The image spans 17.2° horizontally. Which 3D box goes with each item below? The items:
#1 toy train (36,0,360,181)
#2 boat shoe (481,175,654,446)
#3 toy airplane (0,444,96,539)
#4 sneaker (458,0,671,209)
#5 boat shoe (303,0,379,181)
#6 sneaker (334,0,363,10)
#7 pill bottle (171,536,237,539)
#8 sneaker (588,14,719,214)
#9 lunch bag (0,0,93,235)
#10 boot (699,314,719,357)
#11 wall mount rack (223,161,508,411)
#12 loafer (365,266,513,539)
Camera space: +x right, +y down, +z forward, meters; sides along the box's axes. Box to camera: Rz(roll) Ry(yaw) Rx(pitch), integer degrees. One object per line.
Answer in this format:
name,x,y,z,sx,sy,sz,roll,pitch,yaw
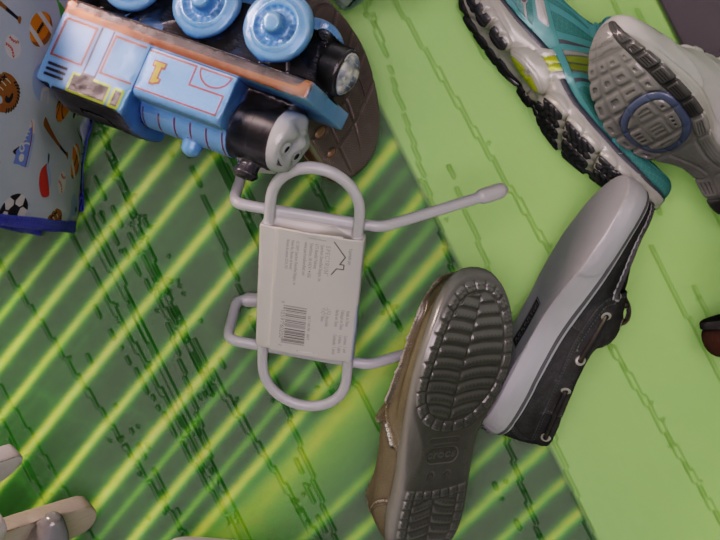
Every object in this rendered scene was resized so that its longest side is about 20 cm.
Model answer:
toy train,-0.099,-0.128,1.486,0.200,0.087,0.114,21,86,21
boat shoe,0.142,0.029,1.556,0.057,0.069,0.200,24,114,-14
toy airplane,-0.272,0.200,1.524,0.200,0.199,0.141,-27,79,1
sneaker,0.147,-0.128,1.566,0.080,0.078,0.200,-34,89,-7
boat shoe,-0.054,-0.151,1.576,0.076,0.072,0.200,-29,97,-33
sneaker,0.031,-0.253,1.540,0.200,0.074,0.118,-39,87,36
pill bottle,-0.088,0.282,1.559,0.113,0.113,0.200,8,91,2
sneaker,0.221,-0.105,1.537,0.200,0.074,0.087,38,54,-30
lunch bag,-0.248,-0.110,1.531,0.124,0.200,0.170,7,92,35
boot,0.301,0.131,1.571,0.188,0.068,0.200,10,93,-10
wall mount rack,0.000,0.000,1.548,0.174,0.075,0.200,9,128,5
loafer,0.040,0.088,1.555,0.075,0.070,0.200,5,107,-37
